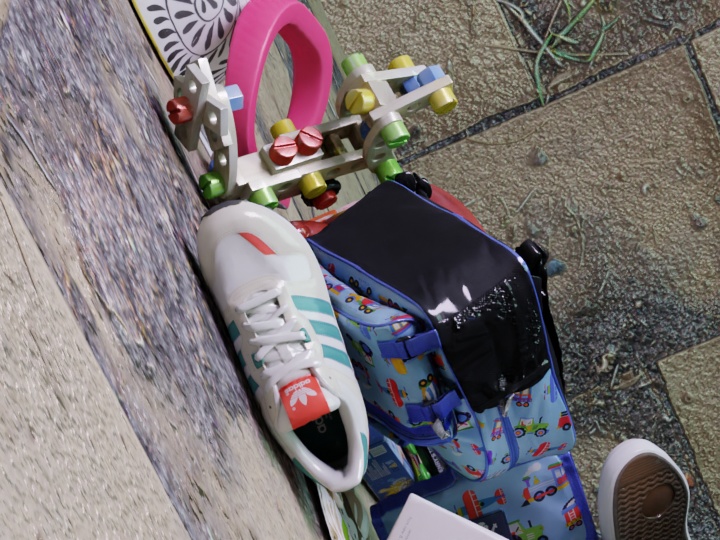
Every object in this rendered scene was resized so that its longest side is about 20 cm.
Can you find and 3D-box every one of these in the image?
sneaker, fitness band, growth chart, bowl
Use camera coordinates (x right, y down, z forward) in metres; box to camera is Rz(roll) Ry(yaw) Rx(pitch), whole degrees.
[{"bbox_3d":[0.198,0.178,1.736,0.085,0.073,0.200,45,-14,39],"label":"sneaker"},{"bbox_3d":[-0.066,-0.126,1.754,0.200,0.037,0.144,45,59,-73],"label":"fitness band"},{"bbox_3d":[-0.041,0.050,1.466,0.093,0.070,0.200,-116,-177,-69],"label":"sneaker"},{"bbox_3d":[-0.009,0.167,1.591,0.145,0.018,0.200,61,9,-55],"label":"growth chart"},{"bbox_3d":[-0.121,-0.232,1.757,0.201,0.094,0.201,-23,90,-86],"label":"bowl"}]

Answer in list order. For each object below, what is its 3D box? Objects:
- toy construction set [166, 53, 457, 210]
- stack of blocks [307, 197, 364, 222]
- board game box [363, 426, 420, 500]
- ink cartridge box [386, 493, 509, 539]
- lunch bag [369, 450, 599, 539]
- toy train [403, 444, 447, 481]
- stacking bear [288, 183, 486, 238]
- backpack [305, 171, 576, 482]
[{"bbox_3d":[-0.042,-0.094,1.624,0.131,0.200,0.092,126,-45,-54],"label":"toy construction set"},{"bbox_3d":[0.018,0.023,1.938,0.200,0.115,0.059,59,9,-53],"label":"stack of blocks"},{"bbox_3d":[0.008,0.116,1.863,0.200,0.034,0.135,59,10,-62],"label":"board game box"},{"bbox_3d":[0.114,0.221,1.528,0.200,0.067,0.117,26,-5,12],"label":"ink cartridge box"},{"bbox_3d":[0.098,0.198,1.720,0.094,0.150,0.200,-107,176,-49],"label":"lunch bag"},{"bbox_3d":[0.087,0.199,1.845,0.200,0.042,0.056,64,9,-2],"label":"toy train"},{"bbox_3d":[0.000,0.000,1.725,0.200,0.114,0.122,-2,108,-53],"label":"stacking bear"},{"bbox_3d":[0.054,0.059,1.600,0.183,0.135,0.200,33,-28,49],"label":"backpack"}]
